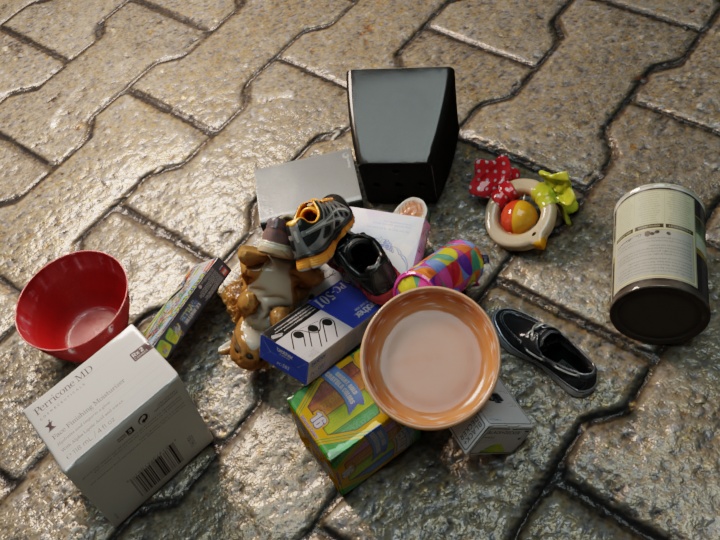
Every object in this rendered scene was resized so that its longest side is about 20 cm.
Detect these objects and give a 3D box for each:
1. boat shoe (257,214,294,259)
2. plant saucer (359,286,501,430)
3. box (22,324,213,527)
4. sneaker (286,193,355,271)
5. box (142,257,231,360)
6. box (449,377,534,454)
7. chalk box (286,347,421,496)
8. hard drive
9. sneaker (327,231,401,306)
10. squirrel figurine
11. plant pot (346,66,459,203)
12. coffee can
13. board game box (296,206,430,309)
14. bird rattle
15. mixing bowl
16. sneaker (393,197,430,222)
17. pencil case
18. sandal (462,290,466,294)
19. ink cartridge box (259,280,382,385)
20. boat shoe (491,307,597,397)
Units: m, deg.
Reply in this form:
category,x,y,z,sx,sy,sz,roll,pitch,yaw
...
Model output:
category,x,y,z,sx,sy,sz,roll,pitch,yaw
boat shoe,-0.116,-0.057,1.336,0.070,0.200,0.066,17,96,7
plant saucer,0.097,0.123,1.164,0.194,0.038,0.205,-3,68,8
box,-0.348,0.230,1.231,0.198,0.202,0.130,-41,57,-20
sneaker,-0.062,-0.078,1.284,0.077,0.078,0.201,-18,23,19
box,-0.305,0.070,1.412,0.109,0.035,0.202,-16,36,53
box,0.155,0.173,1.234,0.061,0.115,0.201,-54,50,25
chalk box,0.011,0.205,1.233,0.198,0.125,0.125,-34,55,-16
hard drive,-0.099,-0.155,1.585,0.195,0.033,0.142,-13,52,0
sneaker,-0.012,-0.029,1.311,0.071,0.099,0.200,-42,50,-10
squirrel figurine,-0.161,0.063,1.368,0.138,0.191,0.200,14,6,-16
plant pot,0.075,-0.232,1.524,0.194,0.201,0.182,1,65,11
coffee can,0.465,-0.012,1.301,0.142,0.148,0.204,5,54,14
board game box,0.000,0.000,1.389,0.195,0.043,0.204,10,78,24
bird rattle,0.275,-0.117,1.451,0.195,0.113,0.167,12,72,22
mixing bowl,-0.472,0.079,1.427,0.194,0.110,0.204,-6,52,7
sneaker,0.049,-0.035,1.451,0.199,0.080,0.072,-43,66,3
pencil case,0.127,0.015,1.300,0.087,0.090,0.199,23,28,25
sandal,0.080,0.054,1.386,0.194,0.046,0.076,-8,52,4
ink cartridge box,-0.054,0.089,1.262,0.093,0.045,0.199,26,36,25
boat shoe,0.282,0.112,1.290,0.071,0.069,0.200,-36,55,-18
